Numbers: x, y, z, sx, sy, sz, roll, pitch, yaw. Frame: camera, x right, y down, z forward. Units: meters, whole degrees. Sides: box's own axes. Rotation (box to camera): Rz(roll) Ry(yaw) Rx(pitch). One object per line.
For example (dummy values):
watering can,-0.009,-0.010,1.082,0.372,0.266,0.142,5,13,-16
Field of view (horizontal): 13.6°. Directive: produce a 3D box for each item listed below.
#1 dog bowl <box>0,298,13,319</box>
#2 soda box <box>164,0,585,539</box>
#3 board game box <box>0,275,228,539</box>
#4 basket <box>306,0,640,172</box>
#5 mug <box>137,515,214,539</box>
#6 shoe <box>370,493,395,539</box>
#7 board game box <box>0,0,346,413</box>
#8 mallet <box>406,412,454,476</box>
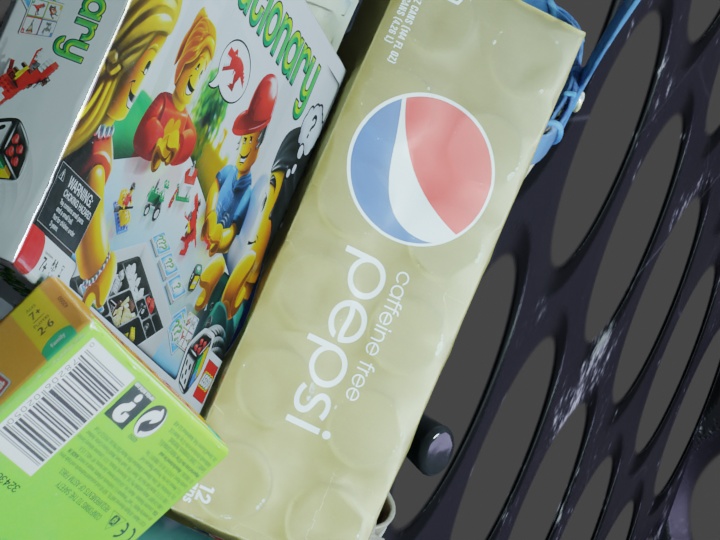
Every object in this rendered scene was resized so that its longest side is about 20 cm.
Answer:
dog bowl,-0.143,0.038,0.919,0.201,0.078,0.200,-60,164,-29
soda box,0.000,0.000,0.996,0.201,0.067,0.064,-66,-169,-7
board game box,-0.131,0.094,0.818,0.200,0.030,0.096,-45,148,-3
basket,0.006,-0.101,1.096,0.201,0.176,0.139,-61,-173,32
mug,-0.076,0.103,1.078,0.185,0.114,0.152,-49,141,-16
shoe,-0.007,0.092,1.251,0.070,0.053,0.201,-101,-174,-51
board game box,-0.060,-0.039,0.876,0.200,0.034,0.127,53,59,-72
mallet,-0.025,0.016,1.143,0.041,0.200,0.066,-1,107,-37
